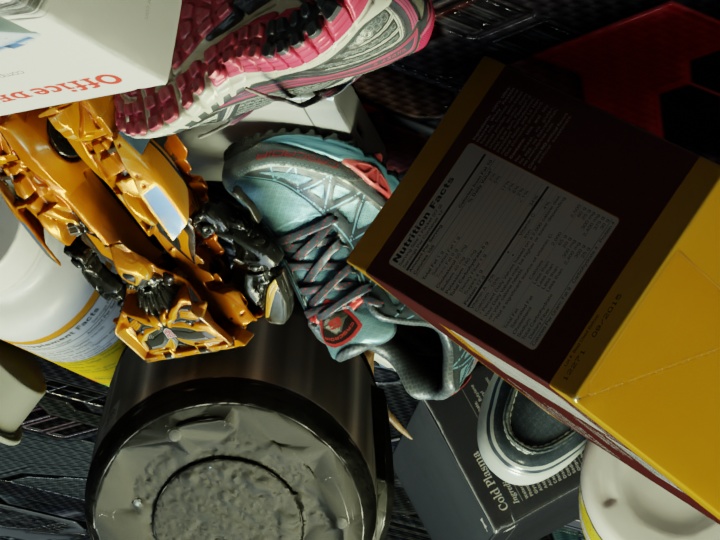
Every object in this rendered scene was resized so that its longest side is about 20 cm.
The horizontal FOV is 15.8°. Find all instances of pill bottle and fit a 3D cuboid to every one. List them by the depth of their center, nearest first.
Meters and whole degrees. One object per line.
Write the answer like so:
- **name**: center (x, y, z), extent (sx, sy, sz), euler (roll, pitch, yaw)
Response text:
- **pill bottle**: center (0.184, 0.134, 1.539), extent (0.110, 0.112, 0.200), euler (4, 169, 5)
- **pill bottle**: center (-0.184, -0.002, 1.604), extent (0.110, 0.112, 0.200), euler (-4, 162, 28)

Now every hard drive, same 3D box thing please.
- **hard drive**: center (-0.095, -0.082, 1.467), extent (0.198, 0.027, 0.132), euler (2, 162, 14)

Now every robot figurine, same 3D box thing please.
- **robot figurine**: center (-0.127, -0.024, 1.423), extent (0.144, 0.058, 0.200), euler (-11, 125, 42)

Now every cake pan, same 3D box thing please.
- **cake pan**: center (-0.266, 0.021, 1.638), extent (0.037, 0.201, 0.200), euler (-38, 154, 3)

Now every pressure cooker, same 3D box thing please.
- **pressure cooker**: center (-0.072, 0.102, 1.558), extent (0.175, 0.200, 0.179), euler (-24, 112, 11)

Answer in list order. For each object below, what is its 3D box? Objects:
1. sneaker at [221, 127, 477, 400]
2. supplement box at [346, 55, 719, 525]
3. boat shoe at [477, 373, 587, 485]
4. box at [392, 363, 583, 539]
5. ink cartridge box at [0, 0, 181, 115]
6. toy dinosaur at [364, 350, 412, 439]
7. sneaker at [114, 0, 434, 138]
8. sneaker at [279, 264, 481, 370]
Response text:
- **sneaker**: center (0.000, 0.000, 1.446), extent (0.200, 0.096, 0.079), euler (37, 142, -25)
- **supplement box**: center (0.140, 0.018, 1.345), extent (0.197, 0.133, 0.200), euler (37, 177, -40)
- **boat shoe**: center (0.145, 0.036, 1.533), extent (0.071, 0.200, 0.091), euler (40, 155, 2)
- **box**: center (0.129, 0.110, 1.742), extent (0.181, 0.105, 0.200), euler (-27, 168, -13)
- **ink cartridge box**: center (-0.198, -0.147, 1.198), extent (0.146, 0.087, 0.200), euler (-8, 157, 37)
- **toy dinosaur**: center (0.006, 0.024, 1.596), extent (0.060, 0.107, 0.200), euler (-21, 156, -24)
- **sneaker**: center (-0.051, -0.105, 1.290), extent (0.074, 0.081, 0.199), euler (18, 159, -41)
- **sneaker**: center (0.017, 0.018, 1.675), extent (0.198, 0.078, 0.085), euler (8, 159, -9)
